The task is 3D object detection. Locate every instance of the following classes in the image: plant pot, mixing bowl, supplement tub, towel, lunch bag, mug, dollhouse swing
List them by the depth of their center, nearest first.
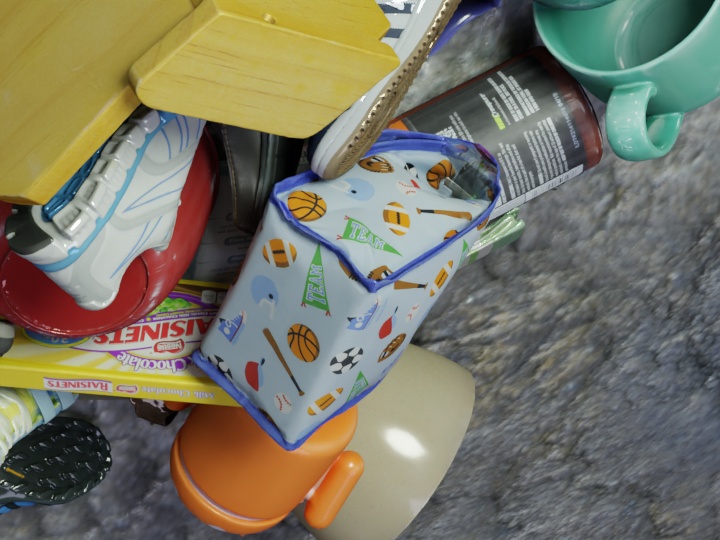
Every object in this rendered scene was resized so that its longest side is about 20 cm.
[{"bbox_3d":[-0.119,-0.133,0.883,0.182,0.200,0.176,8,129,-41],"label":"dollhouse swing"},{"bbox_3d":[-0.188,-0.028,0.994,0.200,0.108,0.200,-6,133,-7],"label":"mixing bowl"},{"bbox_3d":[0.000,0.000,1.041,0.200,0.124,0.170,-29,156,-46],"label":"lunch bag"},{"bbox_3d":[0.208,-0.176,1.093,0.185,0.152,0.114,-56,143,3],"label":"mug"},{"bbox_3d":[0.078,-0.086,1.160,0.200,0.107,0.107,-27,144,-3],"label":"supplement tub"},{"bbox_3d":[0.043,0.004,1.248,0.200,0.023,0.153,-27,175,1],"label":"towel"},{"bbox_3d":[-0.013,0.134,1.314,0.134,0.200,0.200,35,114,-15],"label":"plant pot"}]

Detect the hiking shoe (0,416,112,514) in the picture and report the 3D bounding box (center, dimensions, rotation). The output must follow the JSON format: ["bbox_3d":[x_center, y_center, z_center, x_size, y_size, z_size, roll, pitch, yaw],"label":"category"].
[{"bbox_3d":[-0.302,0.168,1.242,0.200,0.075,0.087,-13,-179,-41],"label":"hiking shoe"}]

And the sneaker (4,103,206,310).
[{"bbox_3d":[-0.134,-0.061,0.913,0.200,0.075,0.087,-58,138,-28],"label":"sneaker"}]

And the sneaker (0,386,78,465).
[{"bbox_3d":[-0.264,0.101,1.106,0.130,0.200,0.080,-31,107,-11],"label":"sneaker"}]

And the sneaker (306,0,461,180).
[{"bbox_3d":[-0.008,-0.162,0.970,0.200,0.108,0.070,-59,175,-12],"label":"sneaker"}]

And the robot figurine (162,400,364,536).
[{"bbox_3d":[-0.077,0.133,1.188,0.144,0.117,0.200,14,134,-27],"label":"robot figurine"}]

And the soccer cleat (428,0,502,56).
[{"bbox_3d":[0.005,-0.164,1.032,0.200,0.084,0.065,-30,145,2],"label":"soccer cleat"}]

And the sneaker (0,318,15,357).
[{"bbox_3d":[-0.326,0.086,1.024,0.200,0.106,0.075,-7,174,13],"label":"sneaker"}]

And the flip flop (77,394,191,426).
[{"bbox_3d":[-0.155,0.102,1.260,0.081,0.058,0.200,-45,142,19],"label":"flip flop"}]

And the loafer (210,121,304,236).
[{"bbox_3d":[-0.078,-0.120,1.000,0.072,0.073,0.200,8,109,12],"label":"loafer"}]

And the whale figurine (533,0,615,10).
[{"bbox_3d":[0.146,-0.240,0.967,0.159,0.104,0.200,-61,165,-2],"label":"whale figurine"}]

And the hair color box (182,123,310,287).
[{"bbox_3d":[-0.091,-0.023,1.154,0.099,0.061,0.200,-9,140,-25],"label":"hair color box"}]

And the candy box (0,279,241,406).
[{"bbox_3d":[-0.162,0.047,1.088,0.200,0.102,0.026,5,138,-3],"label":"candy box"}]
